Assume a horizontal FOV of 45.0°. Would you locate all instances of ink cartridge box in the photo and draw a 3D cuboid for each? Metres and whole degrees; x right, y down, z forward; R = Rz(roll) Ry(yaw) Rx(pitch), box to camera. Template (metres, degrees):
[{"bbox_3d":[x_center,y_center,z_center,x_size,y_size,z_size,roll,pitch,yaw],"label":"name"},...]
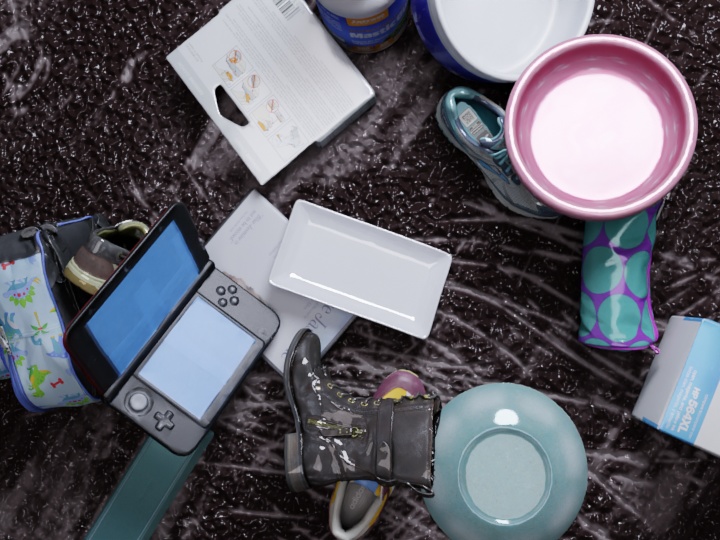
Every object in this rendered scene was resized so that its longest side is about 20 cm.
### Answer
[{"bbox_3d":[0.420,0.147,0.937,0.197,0.129,0.127,24,90,6],"label":"ink cartridge box"},{"bbox_3d":[-0.105,-0.229,1.040,0.173,0.044,0.201,-38,85,3],"label":"ink cartridge box"}]

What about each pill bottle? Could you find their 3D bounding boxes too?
[{"bbox_3d":[-0.001,-0.321,0.956,0.110,0.200,0.115,0,88,5],"label":"pill bottle"}]

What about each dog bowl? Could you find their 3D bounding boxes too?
[{"bbox_3d":[0.157,-0.312,0.966,0.196,0.079,0.204,-3,100,-18],"label":"dog bowl"}]

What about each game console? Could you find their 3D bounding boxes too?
[{"bbox_3d":[-0.192,0.065,0.935,0.171,0.119,0.201,36,63,-1],"label":"game console"}]

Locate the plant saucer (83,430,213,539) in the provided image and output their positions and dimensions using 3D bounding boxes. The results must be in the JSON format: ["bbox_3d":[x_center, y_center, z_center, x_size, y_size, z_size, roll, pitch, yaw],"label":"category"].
[{"bbox_3d":[-0.257,0.262,1.045,0.069,0.019,0.202,32,91,6],"label":"plant saucer"}]

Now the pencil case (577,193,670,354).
[{"bbox_3d":[0.295,-0.012,0.976,0.091,0.085,0.204,4,88,18],"label":"pencil case"}]

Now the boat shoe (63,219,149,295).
[{"bbox_3d":[-0.253,-0.021,0.962,0.071,0.201,0.066,37,104,3],"label":"boat shoe"}]

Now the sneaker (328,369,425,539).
[{"bbox_3d":[0.022,0.212,0.986,0.074,0.090,0.203,20,90,5],"label":"sneaker"}]

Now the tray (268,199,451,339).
[{"bbox_3d":[0.000,0.000,1.018,0.197,0.022,0.109,20,76,0],"label":"tray"}]

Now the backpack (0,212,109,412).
[{"bbox_3d":[-0.353,0.055,0.982,0.144,0.183,0.204,-15,97,7],"label":"backpack"}]

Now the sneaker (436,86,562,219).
[{"bbox_3d":[0.163,-0.133,0.991,0.199,0.086,0.078,41,92,5],"label":"sneaker"}]

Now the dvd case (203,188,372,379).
[{"bbox_3d":[-0.103,0.021,1.041,0.200,0.018,0.143,42,91,5],"label":"dvd case"}]

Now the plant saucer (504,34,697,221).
[{"bbox_3d":[0.252,-0.148,0.926,0.196,0.051,0.205,-2,78,9],"label":"plant saucer"}]

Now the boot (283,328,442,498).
[{"bbox_3d":[0.005,0.153,0.954,0.171,0.069,0.204,-8,64,12],"label":"boot"}]

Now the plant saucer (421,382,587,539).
[{"bbox_3d":[0.165,0.233,0.999,0.197,0.039,0.205,0,87,5],"label":"plant saucer"}]
